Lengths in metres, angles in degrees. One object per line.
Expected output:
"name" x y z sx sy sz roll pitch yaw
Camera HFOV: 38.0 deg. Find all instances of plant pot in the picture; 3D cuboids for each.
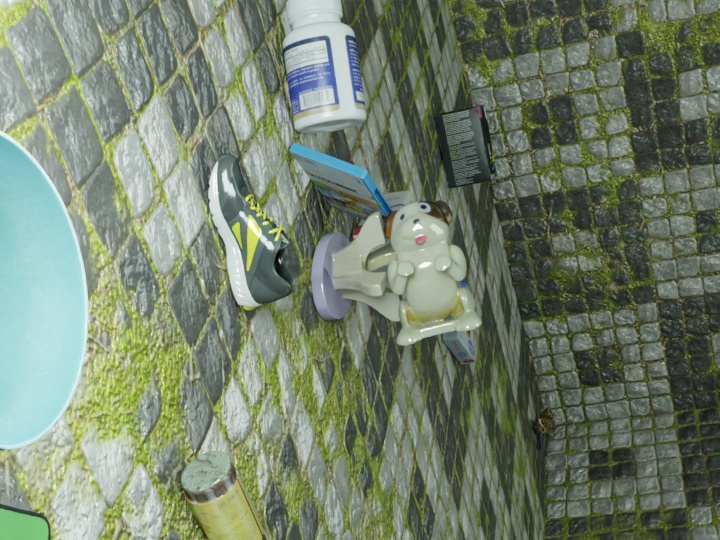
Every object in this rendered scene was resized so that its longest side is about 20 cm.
"plant pot" -0.285 0.019 0.672 0.200 0.132 0.204 -9 90 -73

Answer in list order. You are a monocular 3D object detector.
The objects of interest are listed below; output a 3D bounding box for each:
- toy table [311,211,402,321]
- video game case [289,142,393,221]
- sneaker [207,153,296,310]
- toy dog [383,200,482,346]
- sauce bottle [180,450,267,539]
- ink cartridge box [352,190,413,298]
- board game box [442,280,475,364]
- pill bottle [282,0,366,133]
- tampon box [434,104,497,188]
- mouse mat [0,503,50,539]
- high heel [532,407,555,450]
"toy table" 0.000 0.000 1.707 0.201 0.115 0.186 -73 150 -54
"video game case" -0.020 -0.130 1.678 0.018 0.141 0.200 -61 153 -12
"sneaker" -0.133 -0.053 1.327 0.075 0.083 0.203 -57 136 -68
"toy dog" 0.112 -0.011 1.655 0.194 0.137 0.203 -49 127 -67
"sauce bottle" -0.139 0.295 1.162 0.065 0.064 0.203 -72 149 -57
"ink cartridge box" 0.058 -0.046 1.983 0.201 0.083 0.147 -66 144 -62
"board game box" 0.241 0.109 2.617 0.200 0.040 0.203 48 36 -62
"pill bottle" -0.061 -0.329 1.658 0.120 0.118 0.204 -4 86 -74
"tampon box" 0.293 -0.343 2.877 0.150 0.124 0.204 -40 120 -72
"mouse mat" -0.290 0.249 0.767 0.200 0.007 0.164 47 38 -62
"high heel" 0.669 0.537 3.813 0.201 0.070 0.144 -65 151 -48
